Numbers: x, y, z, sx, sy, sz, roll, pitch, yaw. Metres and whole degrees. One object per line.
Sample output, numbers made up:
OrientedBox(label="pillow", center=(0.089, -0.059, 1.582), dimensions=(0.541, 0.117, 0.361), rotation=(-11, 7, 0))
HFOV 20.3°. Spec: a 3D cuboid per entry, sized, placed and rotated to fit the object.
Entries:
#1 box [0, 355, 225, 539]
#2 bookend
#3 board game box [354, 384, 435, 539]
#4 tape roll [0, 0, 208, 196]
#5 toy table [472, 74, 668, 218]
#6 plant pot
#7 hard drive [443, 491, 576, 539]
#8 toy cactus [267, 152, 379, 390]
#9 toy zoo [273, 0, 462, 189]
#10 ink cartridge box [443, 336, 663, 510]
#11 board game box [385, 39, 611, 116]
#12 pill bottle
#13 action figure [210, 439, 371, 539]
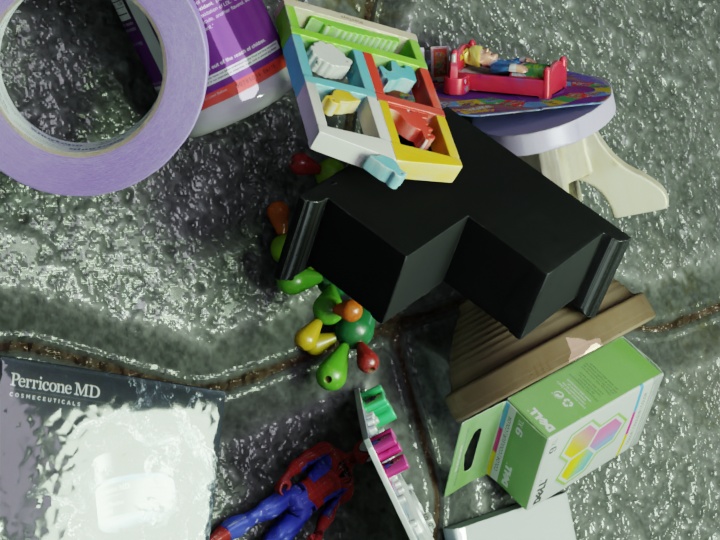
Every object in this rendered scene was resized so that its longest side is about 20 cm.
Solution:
OrientedBox(label="box", center=(-0.224, 0.178, 1.553), dimensions=(0.196, 0.117, 0.200), rotation=(11, 79, -31))
OrientedBox(label="bookend", center=(0.075, -0.012, 1.615), dimensions=(0.200, 0.092, 0.199), rotation=(37, 44, 19))
OrientedBox(label="board game box", center=(0.051, 0.203, 1.681), dimensions=(0.026, 0.200, 0.200), rotation=(-25, 99, 2))
OrientedBox(label="tape roll", center=(-0.218, -0.161, 1.559), dimensions=(0.200, 0.066, 0.200), rotation=(-1, 102, -4))
OrientedBox(label="toy table", center=(0.177, -0.096, 1.810), dimensions=(0.200, 0.184, 0.117), rotation=(-45, 124, -62))
OrientedBox(label="plant pot", center=(0.151, 0.048, 1.766), dimensions=(0.201, 0.201, 0.093), rotation=(-25, 84, -32))
OrientedBox(label="hard drive", center=(0.152, 0.316, 1.836), dimensions=(0.132, 0.027, 0.200), rotation=(-14, 94, -32))
OrientedBox(label="toy cactus", center=(0.000, 0.000, 1.736), dimensions=(0.165, 0.102, 0.200), rotation=(2, 75, -43))
OrientedBox(label="toy zoo", center=(0.007, -0.136, 1.616), dimensions=(0.131, 0.020, 0.200), rotation=(12, 41, -28))
OrientedBox(label="ink cartridge box", center=(0.175, 0.148, 1.814), dimensions=(0.200, 0.104, 0.059), rotation=(-25, 55, -31))
OrientedBox(label="board game box", center=(0.122, -0.176, 1.765), dimensions=(0.200, 0.158, 0.039), rotation=(-8, 110, -22))
OrientedBox(label="pill bottle", center=(-0.140, -0.218, 1.642), dimensions=(0.112, 0.112, 0.200), rotation=(-32, 104, -30))
OrientedBox(label="action figure", center=(-0.058, 0.202, 1.700), dimensions=(0.200, 0.052, 0.065), rotation=(-38, 103, -32))
